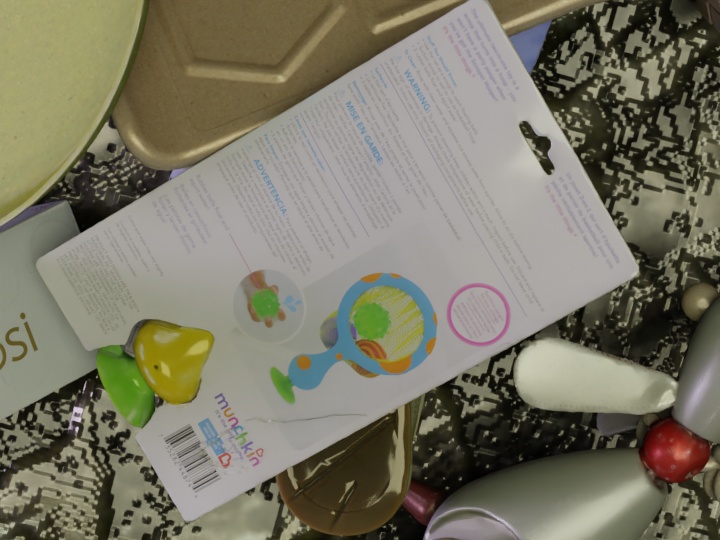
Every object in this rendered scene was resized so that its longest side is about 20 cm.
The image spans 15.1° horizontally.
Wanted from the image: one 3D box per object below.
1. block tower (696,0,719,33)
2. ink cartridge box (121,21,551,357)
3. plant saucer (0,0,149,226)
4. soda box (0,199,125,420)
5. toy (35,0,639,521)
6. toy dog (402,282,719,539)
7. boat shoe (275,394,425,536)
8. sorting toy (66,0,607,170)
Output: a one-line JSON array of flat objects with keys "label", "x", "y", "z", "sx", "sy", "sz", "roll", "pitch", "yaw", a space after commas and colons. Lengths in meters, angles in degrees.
[{"label": "block tower", "x": 0.138, "y": -0.194, "z": 1.061, "sx": 0.058, "sy": 0.054, "sz": 0.200, "roll": -18, "pitch": 118, "yaw": -5}, {"label": "ink cartridge box", "x": -0.013, "y": -0.036, "z": 1.098, "sx": 0.119, "sy": 0.042, "sz": 0.200, "roll": 22, "pitch": 98, "yaw": -10}, {"label": "plant saucer", "x": -0.152, "y": -0.103, "z": 1.023, "sx": 0.200, "sy": 0.031, "sz": 0.200, "roll": -6, "pitch": 79, "yaw": 31}, {"label": "soda box", "x": -0.187, "y": 0.041, "z": 1.019, "sx": 0.200, "sy": 0.064, "sz": 0.068, "roll": -29, "pitch": 104, "yaw": -43}, {"label": "toy", "x": -0.008, "y": -0.004, "z": 1.010, "sx": 0.200, "sy": 0.047, "sz": 0.115, "roll": -30, "pitch": 92, "yaw": 13}, {"label": "toy dog", "x": 0.084, "y": 0.074, "z": 1.104, "sx": 0.200, "sy": 0.132, "sz": 0.096, "roll": -38, "pitch": 63, "yaw": -5}, {"label": "boat shoe", "x": 0.002, "y": 0.001, "z": 1.064, "sx": 0.073, "sy": 0.063, "sz": 0.201, "roll": 2, "pitch": 93, "yaw": 8}, {"label": "sorting toy", "x": -0.023, "y": -0.145, "z": 1.047, "sx": 0.200, "sy": 0.036, "sz": 0.185, "roll": -20, "pitch": 67, "yaw": -6}]
